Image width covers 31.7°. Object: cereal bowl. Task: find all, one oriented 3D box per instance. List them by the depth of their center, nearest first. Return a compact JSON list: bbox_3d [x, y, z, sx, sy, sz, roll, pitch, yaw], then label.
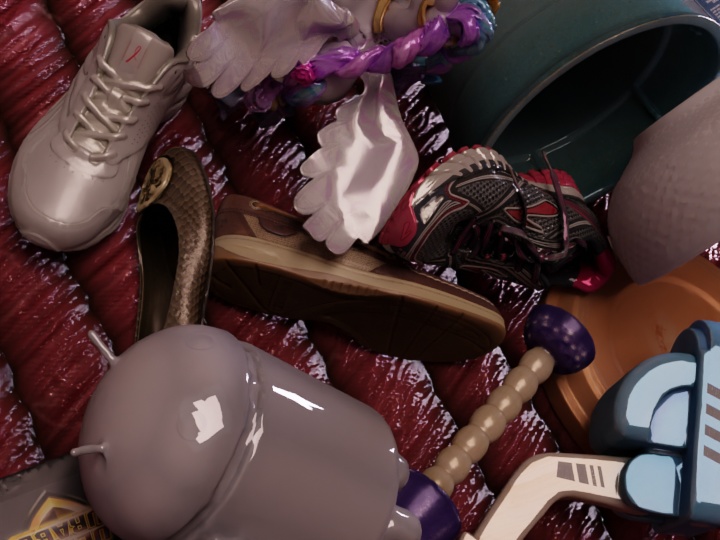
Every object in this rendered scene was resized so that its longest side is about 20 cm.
[{"bbox_3d":[0.241,-0.079,0.825,0.200,0.200,0.084,-31,85,-34],"label":"cereal bowl"}]

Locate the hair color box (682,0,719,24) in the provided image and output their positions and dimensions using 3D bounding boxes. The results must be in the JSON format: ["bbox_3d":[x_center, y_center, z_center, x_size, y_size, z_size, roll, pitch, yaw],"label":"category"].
[{"bbox_3d":[0.256,-0.189,1.002,0.060,0.100,0.200,-32,77,-33],"label":"hair color box"}]

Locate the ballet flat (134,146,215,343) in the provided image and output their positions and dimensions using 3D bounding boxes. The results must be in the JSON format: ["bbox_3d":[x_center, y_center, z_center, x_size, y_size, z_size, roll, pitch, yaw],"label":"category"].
[{"bbox_3d":[-0.117,0.015,0.745,0.046,0.067,0.201,9,64,-27],"label":"ballet flat"}]

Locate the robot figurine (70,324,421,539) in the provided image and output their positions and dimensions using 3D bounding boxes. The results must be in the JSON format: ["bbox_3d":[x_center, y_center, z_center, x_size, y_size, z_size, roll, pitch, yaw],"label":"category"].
[{"bbox_3d":[-0.060,0.100,0.649,0.199,0.113,0.170,31,26,-31],"label":"robot figurine"}]

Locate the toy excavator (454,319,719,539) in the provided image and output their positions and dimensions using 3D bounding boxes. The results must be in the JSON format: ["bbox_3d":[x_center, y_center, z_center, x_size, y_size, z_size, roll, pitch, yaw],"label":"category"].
[{"bbox_3d":[0.162,0.119,0.772,0.199,0.100,0.196,10,72,0],"label":"toy excavator"}]

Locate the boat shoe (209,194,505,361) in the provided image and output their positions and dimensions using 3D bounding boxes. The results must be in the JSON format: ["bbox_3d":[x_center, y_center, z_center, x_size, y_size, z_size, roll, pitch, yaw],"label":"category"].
[{"bbox_3d":[0.000,0.000,0.801,0.199,0.072,0.072,15,55,-10],"label":"boat shoe"}]

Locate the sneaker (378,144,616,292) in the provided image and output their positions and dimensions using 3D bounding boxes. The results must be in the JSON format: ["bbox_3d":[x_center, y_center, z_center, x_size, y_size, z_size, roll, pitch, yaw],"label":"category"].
[{"bbox_3d":[0.094,-0.026,0.803,0.199,0.081,0.075,-1,48,-45],"label":"sneaker"}]

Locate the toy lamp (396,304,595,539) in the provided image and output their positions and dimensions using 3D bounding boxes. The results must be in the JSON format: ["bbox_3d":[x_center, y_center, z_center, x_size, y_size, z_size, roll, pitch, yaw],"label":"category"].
[{"bbox_3d":[0.070,0.104,0.770,0.058,0.058,0.200,44,61,6],"label":"toy lamp"}]

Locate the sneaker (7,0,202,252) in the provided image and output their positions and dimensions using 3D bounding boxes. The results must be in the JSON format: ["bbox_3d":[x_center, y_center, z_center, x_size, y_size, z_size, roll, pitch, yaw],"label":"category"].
[{"bbox_3d":[-0.154,-0.103,0.774,0.078,0.099,0.201,25,55,-8],"label":"sneaker"}]

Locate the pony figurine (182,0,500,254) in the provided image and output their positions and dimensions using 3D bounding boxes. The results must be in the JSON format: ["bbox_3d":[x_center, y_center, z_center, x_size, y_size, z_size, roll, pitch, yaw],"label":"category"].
[{"bbox_3d":[-0.018,-0.129,0.790,0.193,0.200,0.167,-44,118,-18],"label":"pony figurine"}]

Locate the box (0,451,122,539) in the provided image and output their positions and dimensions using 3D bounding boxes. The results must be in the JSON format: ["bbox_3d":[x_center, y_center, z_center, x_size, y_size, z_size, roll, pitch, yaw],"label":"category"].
[{"bbox_3d":[-0.172,0.207,0.618,0.199,0.050,0.199,-17,68,-30],"label":"box"}]

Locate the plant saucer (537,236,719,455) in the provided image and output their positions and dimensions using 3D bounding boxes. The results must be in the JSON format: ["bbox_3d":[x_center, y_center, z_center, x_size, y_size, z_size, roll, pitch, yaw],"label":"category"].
[{"bbox_3d":[0.216,0.061,0.880,0.199,0.032,0.201,11,58,-18],"label":"plant saucer"}]

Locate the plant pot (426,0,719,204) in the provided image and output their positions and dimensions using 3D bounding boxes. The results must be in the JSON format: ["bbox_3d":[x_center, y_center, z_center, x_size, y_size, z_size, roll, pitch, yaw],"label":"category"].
[{"bbox_3d":[0.116,-0.169,0.886,0.199,0.201,0.197,-14,59,-29],"label":"plant pot"}]
